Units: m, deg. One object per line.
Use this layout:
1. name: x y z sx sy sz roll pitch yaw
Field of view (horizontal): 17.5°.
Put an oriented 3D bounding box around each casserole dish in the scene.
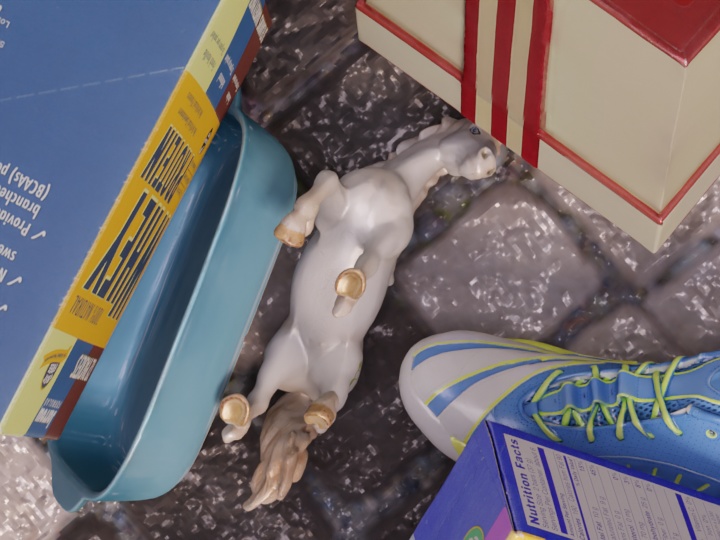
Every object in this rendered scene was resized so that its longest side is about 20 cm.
1. casserole dish: -0.080 0.014 1.018 0.039 0.121 0.201 21 93 -24

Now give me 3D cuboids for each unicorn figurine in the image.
1. unicorn figurine: 0.000 0.000 1.011 0.074 0.137 0.200 40 113 3

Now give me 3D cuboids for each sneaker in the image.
1. sneaker: 0.121 0.055 1.003 0.199 0.076 0.105 20 138 -7

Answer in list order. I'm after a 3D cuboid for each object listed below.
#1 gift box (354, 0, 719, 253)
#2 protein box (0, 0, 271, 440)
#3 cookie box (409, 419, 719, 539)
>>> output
1. gift box: 0.122 -0.140 0.940 0.184 0.187 0.200 42 74 17
2. protein box: -0.169 -0.067 0.921 0.198 0.135 0.201 27 86 4
3. cookie box: 0.102 0.173 0.945 0.199 0.075 0.172 19 117 -19
